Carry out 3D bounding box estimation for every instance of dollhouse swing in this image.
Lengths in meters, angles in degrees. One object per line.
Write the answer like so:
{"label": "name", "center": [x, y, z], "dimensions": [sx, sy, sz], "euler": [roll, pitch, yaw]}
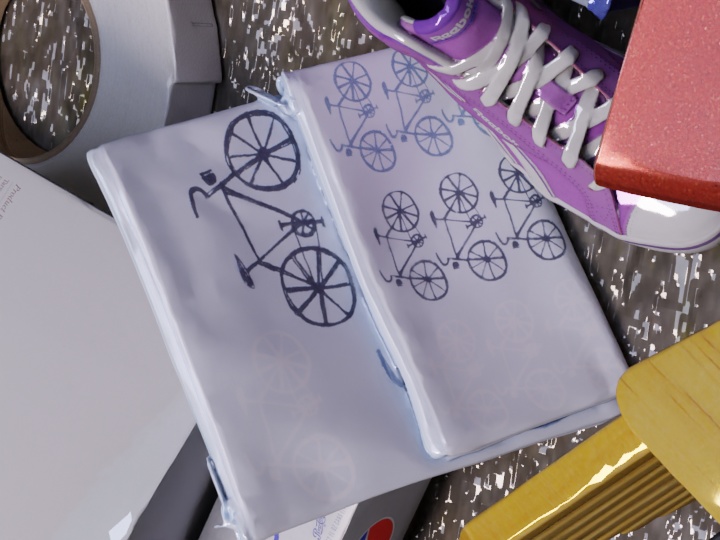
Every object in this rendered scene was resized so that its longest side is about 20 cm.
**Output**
{"label": "dollhouse swing", "center": [0.171, 0.098, 0.841], "dimensions": [0.182, 0.200, 0.176], "euler": [47, 118, 23]}

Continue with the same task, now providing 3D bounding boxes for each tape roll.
{"label": "tape roll", "center": [-0.159, -0.107, 1.166], "dimensions": [0.202, 0.037, 0.203], "euler": [3, 96, 36]}

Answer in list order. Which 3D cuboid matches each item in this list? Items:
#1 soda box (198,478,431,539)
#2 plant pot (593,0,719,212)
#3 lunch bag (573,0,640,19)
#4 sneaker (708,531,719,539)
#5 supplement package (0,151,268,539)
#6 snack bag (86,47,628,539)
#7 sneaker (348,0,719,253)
{"label": "soda box", "center": [-0.034, 0.136, 1.048], "dimensions": [0.068, 0.063, 0.200], "euler": [34, 111, 26]}
{"label": "plant pot", "center": [0.218, -0.105, 0.805], "dimensions": [0.176, 0.200, 0.200], "euler": [21, 107, 22]}
{"label": "lunch bag", "center": [0.084, -0.226, 0.914], "dimensions": [0.170, 0.124, 0.200], "euler": [33, 110, 12]}
{"label": "sneaker", "center": [0.204, 0.162, 0.893], "dimensions": [0.200, 0.087, 0.075], "euler": [32, 112, 29]}
{"label": "supplement package", "center": [-0.157, 0.062, 1.046], "dimensions": [0.200, 0.147, 0.191], "euler": [29, 84, 14]}
{"label": "snack bag", "center": [0.000, 0.000, 0.972], "dimensions": [0.189, 0.200, 0.021], "euler": [68, 153, 12]}
{"label": "sneaker", "center": [0.067, -0.076, 0.941], "dimensions": [0.200, 0.114, 0.073], "euler": [39, 101, 14]}
